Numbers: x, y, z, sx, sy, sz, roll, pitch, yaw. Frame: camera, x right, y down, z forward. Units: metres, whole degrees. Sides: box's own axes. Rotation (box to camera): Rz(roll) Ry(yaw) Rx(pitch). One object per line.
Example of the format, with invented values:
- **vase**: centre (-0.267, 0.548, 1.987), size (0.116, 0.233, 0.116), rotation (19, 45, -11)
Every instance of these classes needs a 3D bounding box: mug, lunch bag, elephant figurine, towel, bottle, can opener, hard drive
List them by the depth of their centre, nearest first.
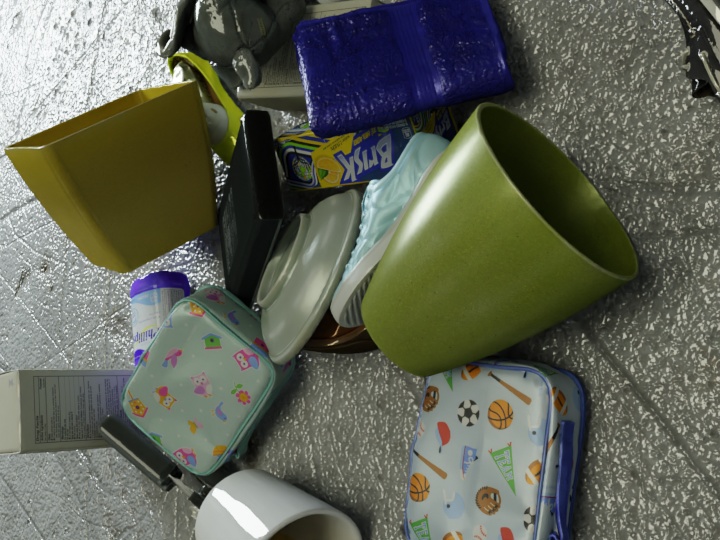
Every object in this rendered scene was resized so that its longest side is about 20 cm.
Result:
- **lunch bag**: centre (0.123, 0.179, 0.887), size (0.160, 0.075, 0.202), rotation (4, 86, 42)
- **towel**: centre (0.036, -0.208, 0.949), size (0.199, 0.050, 0.148), rotation (-15, 52, 3)
- **mug**: centre (-0.106, 0.303, 1.048), size (0.153, 0.149, 0.188), rotation (26, 96, 51)
- **elephant figurine**: centre (-0.160, -0.271, 1.101), size (0.199, 0.155, 0.142), rotation (-13, 117, 52)
- **hard drive**: centre (-0.127, -0.063, 1.115), size (0.200, 0.033, 0.140), rotation (117, 148, -57)
- **lunch bag**: centre (-0.174, 0.131, 1.145), size (0.160, 0.077, 0.200), rotation (37, 117, 4)
- **can opener**: centre (-0.231, 0.237, 1.204), size (0.199, 0.053, 0.067), rotation (30, 66, 16)
- **bottle**: centre (-0.249, 0.105, 1.259), size (0.083, 0.065, 0.202), rotation (-19, 71, 43)

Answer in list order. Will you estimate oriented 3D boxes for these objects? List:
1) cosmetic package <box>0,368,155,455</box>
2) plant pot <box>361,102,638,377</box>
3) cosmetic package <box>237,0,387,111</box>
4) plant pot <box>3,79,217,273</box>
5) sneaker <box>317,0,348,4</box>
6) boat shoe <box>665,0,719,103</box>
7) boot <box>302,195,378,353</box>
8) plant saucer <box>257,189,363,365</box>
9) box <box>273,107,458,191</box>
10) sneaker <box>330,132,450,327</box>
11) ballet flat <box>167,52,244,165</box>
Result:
- **cosmetic package**: centre (-0.364, 0.179, 1.266), size (0.087, 0.199, 0.104), rotation (-13, 76, 42)
- **plant pot**: centre (0.098, -0.005, 0.848), size (0.200, 0.187, 0.188), rotation (-44, 57, 27)
- **cosmetic package**: centre (-0.042, -0.235, 1.101), size (0.199, 0.073, 0.104), rotation (9, 90, 45)
- **plant pot**: centre (-0.286, -0.108, 1.211), size (0.200, 0.199, 0.177), rotation (10, 125, 58)
- **sneaker**: centre (-0.084, -0.328, 1.151), size (0.130, 0.079, 0.200), rotation (-53, 52, 27)
- **boat shoe**: centre (0.287, -0.155, 0.778), size (0.060, 0.074, 0.201), rotation (-42, 66, 26)
- **boot**: centre (0.000, 0.000, 1.026), size (0.199, 0.076, 0.156), rotation (-21, 70, 41)
- **plant saucer**: centre (-0.063, -0.002, 1.036), size (0.201, 0.050, 0.200), rotation (-58, 15, 25)
- **box**: centre (0.004, -0.132, 1.033), size (0.199, 0.070, 0.065), rotation (-3, 116, 44)
- **sneaker**: centre (0.029, -0.041, 0.939), size (0.200, 0.074, 0.082), rotation (-53, 50, 8)
- **ballet flat**: centre (-0.194, -0.204, 1.247), size (0.067, 0.067, 0.201), rotation (-47, 55, 28)
